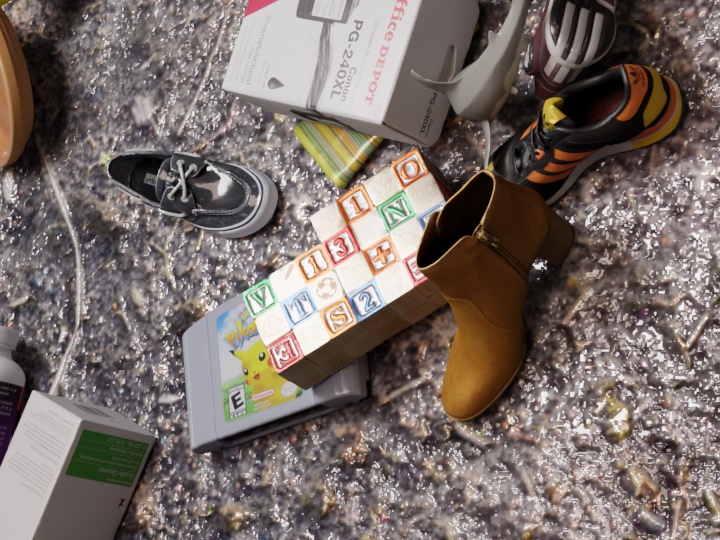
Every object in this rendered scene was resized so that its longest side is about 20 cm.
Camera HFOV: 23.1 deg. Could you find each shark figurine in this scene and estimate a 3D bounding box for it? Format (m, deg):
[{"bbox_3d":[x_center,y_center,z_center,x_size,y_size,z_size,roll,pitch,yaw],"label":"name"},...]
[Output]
[{"bbox_3d":[0.090,-0.171,1.436,0.215,0.089,0.128,111,171,-63],"label":"shark figurine"}]

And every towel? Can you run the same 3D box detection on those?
[{"bbox_3d":[0.024,-0.172,1.614,0.200,0.018,0.086,-48,56,17],"label":"towel"}]

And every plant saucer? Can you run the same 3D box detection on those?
[{"bbox_3d":[-0.398,-0.211,1.892,0.200,0.037,0.201,40,139,46],"label":"plant saucer"}]

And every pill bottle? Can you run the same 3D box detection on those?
[{"bbox_3d":[-0.409,0.151,1.795,0.112,0.112,0.201,7,81,40],"label":"pill bottle"}]

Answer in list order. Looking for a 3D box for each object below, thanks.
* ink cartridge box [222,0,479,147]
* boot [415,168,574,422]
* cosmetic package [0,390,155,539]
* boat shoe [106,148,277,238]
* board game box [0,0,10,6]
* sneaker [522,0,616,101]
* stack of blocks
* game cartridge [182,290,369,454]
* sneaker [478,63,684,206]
[{"bbox_3d":[-0.010,-0.204,1.583,0.200,0.083,0.146,16,87,38],"label":"ink cartridge box"},{"bbox_3d":[0.085,0.020,1.420,0.071,0.144,0.202,33,98,41],"label":"boot"},{"bbox_3d":[-0.292,0.227,1.682,0.085,0.107,0.201,23,93,40],"label":"cosmetic package"},{"bbox_3d":[-0.168,-0.083,1.704,0.200,0.068,0.072,18,88,40],"label":"boat shoe"},{"bbox_3d":[-0.342,-0.391,1.886,0.200,0.057,0.165,-33,53,-12],"label":"board game box"},{"bbox_3d":[0.175,-0.225,1.474,0.116,0.075,0.200,118,174,-56],"label":"sneaker"},{"bbox_3d":[0.000,0.000,1.521,0.200,0.059,0.115,-33,61,12],"label":"stack of blocks"},{"bbox_3d":[-0.083,0.080,1.608,0.200,0.040,0.134,-22,60,32],"label":"game cartridge"},{"bbox_3d":[0.160,-0.113,1.436,0.200,0.090,0.070,-29,60,29],"label":"sneaker"}]
